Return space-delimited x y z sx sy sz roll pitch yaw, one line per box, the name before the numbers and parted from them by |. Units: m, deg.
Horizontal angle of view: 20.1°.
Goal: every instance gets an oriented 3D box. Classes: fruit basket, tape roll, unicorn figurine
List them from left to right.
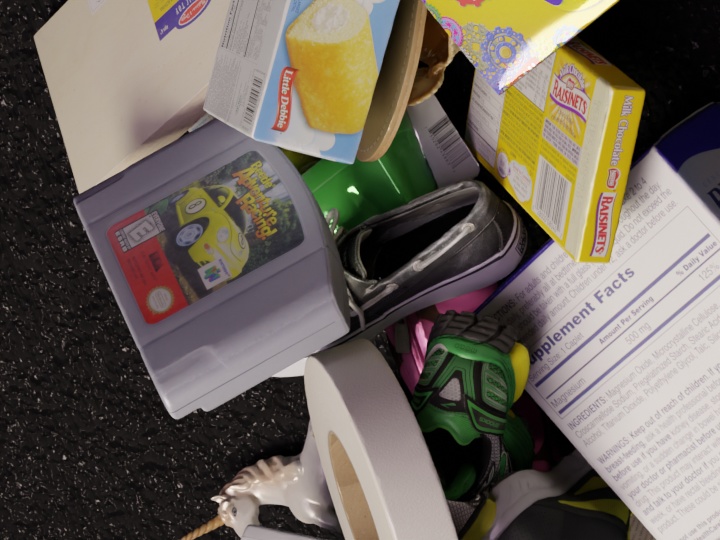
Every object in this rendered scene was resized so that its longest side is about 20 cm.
fruit basket | -0.031 -0.103 1.308 0.185 0.094 0.200 -37 77 37
unicorn figurine | -0.024 0.152 1.438 0.137 0.074 0.200 36 112 18
tape roll | 0.016 0.140 1.196 0.037 0.203 0.203 -18 110 -11

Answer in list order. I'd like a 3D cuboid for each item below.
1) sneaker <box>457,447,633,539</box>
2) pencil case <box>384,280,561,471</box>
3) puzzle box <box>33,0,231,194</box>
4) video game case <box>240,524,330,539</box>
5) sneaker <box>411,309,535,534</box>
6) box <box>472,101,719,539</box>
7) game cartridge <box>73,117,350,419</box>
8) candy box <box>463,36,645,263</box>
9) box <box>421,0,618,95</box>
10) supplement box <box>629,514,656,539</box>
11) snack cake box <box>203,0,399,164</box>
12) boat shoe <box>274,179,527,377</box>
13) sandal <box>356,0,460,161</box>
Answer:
sneaker | 0.133 0.163 1.244 0.085 0.200 0.074 47 120 20
pencil case | 0.067 0.076 1.323 0.091 0.094 0.200 -15 107 26
puzzle box | -0.136 -0.151 1.327 0.200 0.025 0.133 -36 62 38
video game case | 0.037 0.225 1.385 0.182 0.022 0.200 7 159 26
sneaker | 0.055 0.108 1.216 0.078 0.085 0.200 17 149 17
box | 0.200 0.037 1.192 0.200 0.105 0.184 49 129 5
game cartridge | -0.086 -0.012 1.209 0.200 0.133 0.041 59 173 45
candy box | 0.107 -0.087 1.166 0.026 0.200 0.102 4 112 -18
box | 0.138 -0.222 1.068 0.200 0.193 0.122 -37 93 38
supplement box | 0.224 0.217 1.303 0.200 0.074 0.126 -13 123 33
snack cake box | -0.024 -0.173 1.180 0.067 0.115 0.200 13 99 -20
boat shoe | 0.000 0.002 1.229 0.199 0.074 0.068 -20 143 23
sandal | 0.047 -0.166 1.211 0.078 0.070 0.212 5 89 64
